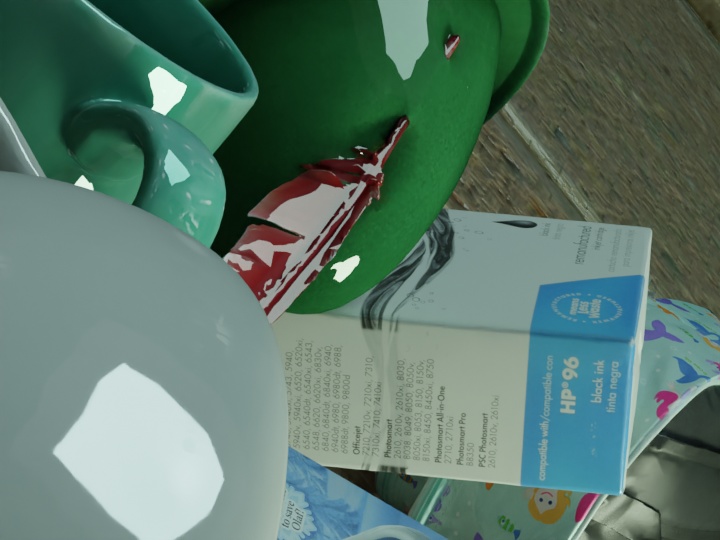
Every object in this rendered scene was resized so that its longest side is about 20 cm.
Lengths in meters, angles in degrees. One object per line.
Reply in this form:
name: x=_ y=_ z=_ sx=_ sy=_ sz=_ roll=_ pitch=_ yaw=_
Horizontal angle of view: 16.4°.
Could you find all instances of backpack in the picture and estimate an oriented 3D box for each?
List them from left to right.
backpack: x=0.097 y=0.090 z=1.107 sx=0.151 sy=0.178 sz=0.200 roll=36 pitch=14 yaw=19

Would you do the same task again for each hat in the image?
hat: x=0.000 y=0.000 z=0.879 sx=0.166 sy=0.200 sz=0.176 roll=102 pitch=-27 yaw=-58

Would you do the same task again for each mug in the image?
mug: x=-0.121 y=-0.054 z=0.726 sx=0.152 sy=0.114 sz=0.185 roll=40 pitch=11 yaw=-15

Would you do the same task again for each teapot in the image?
teapot: x=-0.115 y=0.054 z=0.523 sx=0.146 sy=0.198 sz=0.200 roll=24 pitch=6 yaw=-20

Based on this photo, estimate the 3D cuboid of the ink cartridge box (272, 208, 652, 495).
ink cartridge box: x=0.009 y=0.024 z=0.969 sx=0.116 sy=0.200 sz=0.068 roll=-68 pitch=161 yaw=-66

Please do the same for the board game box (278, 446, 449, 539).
board game box: x=-0.031 y=0.139 z=0.761 sx=0.199 sy=0.043 sz=0.200 roll=30 pitch=37 yaw=-13
